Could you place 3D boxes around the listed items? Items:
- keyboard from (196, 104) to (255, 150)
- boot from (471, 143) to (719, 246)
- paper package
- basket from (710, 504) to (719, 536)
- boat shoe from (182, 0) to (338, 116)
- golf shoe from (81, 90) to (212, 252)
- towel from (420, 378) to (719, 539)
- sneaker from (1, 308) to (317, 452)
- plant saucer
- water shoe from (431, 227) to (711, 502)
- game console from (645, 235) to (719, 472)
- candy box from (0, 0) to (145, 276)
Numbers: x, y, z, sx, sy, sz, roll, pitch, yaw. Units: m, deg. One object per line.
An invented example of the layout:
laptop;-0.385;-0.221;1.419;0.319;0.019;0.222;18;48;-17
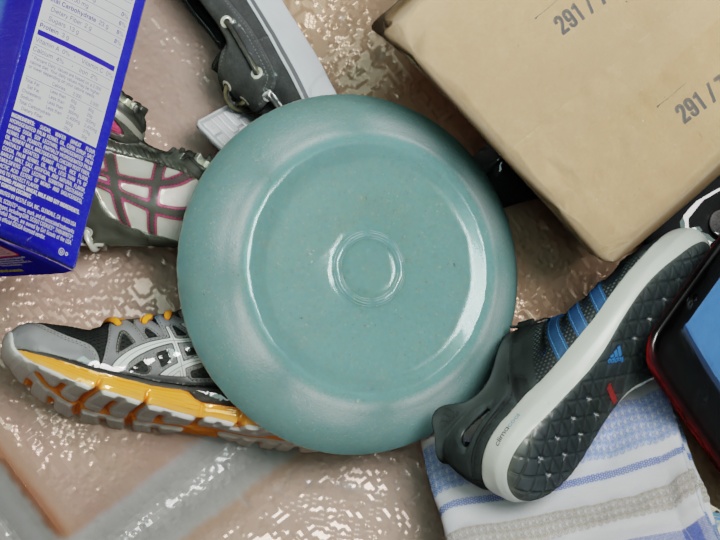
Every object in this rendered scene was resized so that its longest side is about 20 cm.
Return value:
keyboard;-0.014;-0.020;1.450;0.200;0.056;0.011;45;111;4
boot;0.167;-0.021;1.472;0.165;0.066;0.200;-38;89;-12
paper package;0.142;-0.132;1.376;0.200;0.103;0.191;-43;95;4
basket;0.191;0.237;1.361;0.176;0.139;0.200;23;60;21
boat shoe;-0.060;-0.123;1.462;0.057;0.069;0.200;-28;77;-5
golf shoe;-0.118;-0.037;1.436;0.200;0.077;0.088;36;91;7
towel;0.112;0.111;1.387;0.146;0.024;0.200;-12;42;-1
sneaker;-0.101;0.050;1.412;0.199;0.078;0.077;11;76;-16
plant saucer;0.000;0.000;1.387;0.199;0.036;0.201;2;84;-19
water shoe;0.116;0.039;1.391;0.079;0.072;0.200;22;54;38
game console;0.278;0.038;1.396;0.172;0.119;0.200;30;68;22
candy box;-0.207;-0.101;1.379;0.077;0.169;0.201;27;70;-40
